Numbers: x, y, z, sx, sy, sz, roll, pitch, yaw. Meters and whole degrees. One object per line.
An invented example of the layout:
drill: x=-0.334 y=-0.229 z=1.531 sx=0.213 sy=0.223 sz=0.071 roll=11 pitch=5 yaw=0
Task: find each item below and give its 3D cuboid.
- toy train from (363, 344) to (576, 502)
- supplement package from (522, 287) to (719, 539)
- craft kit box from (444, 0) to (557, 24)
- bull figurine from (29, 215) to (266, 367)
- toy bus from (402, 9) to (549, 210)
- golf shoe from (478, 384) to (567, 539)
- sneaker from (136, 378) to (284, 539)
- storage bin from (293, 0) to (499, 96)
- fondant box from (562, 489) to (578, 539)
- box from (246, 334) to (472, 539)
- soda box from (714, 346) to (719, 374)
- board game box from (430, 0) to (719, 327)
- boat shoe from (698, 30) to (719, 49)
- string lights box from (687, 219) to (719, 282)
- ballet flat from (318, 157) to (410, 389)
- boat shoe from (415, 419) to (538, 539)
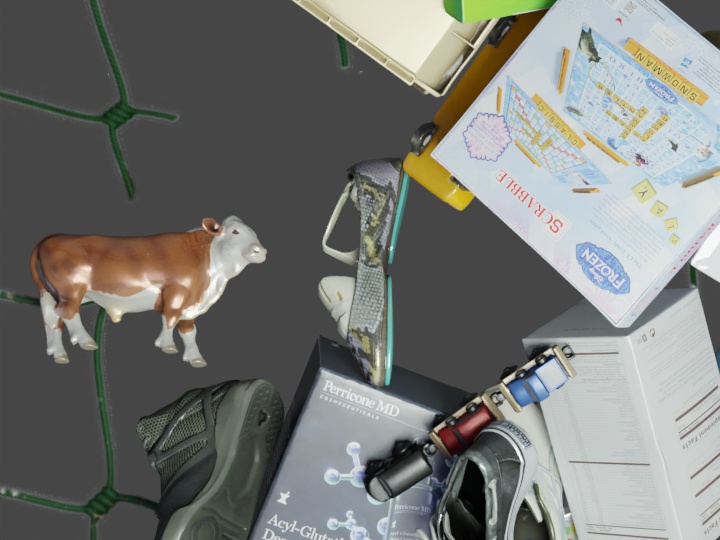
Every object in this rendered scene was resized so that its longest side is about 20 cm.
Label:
toy train: x=0.087 y=0.121 z=1.277 sx=0.200 sy=0.046 sz=0.034 roll=-35 pitch=100 yaw=3
supplement package: x=0.232 y=0.128 z=1.339 sx=0.109 sy=0.114 sz=0.200 roll=-28 pitch=107 yaw=-42
craft kit box: x=0.154 y=-0.300 z=1.204 sx=0.197 sy=0.049 sz=0.200 roll=-12 pitch=116 yaw=-12
bull figurine: x=-0.176 y=0.014 z=1.334 sx=0.200 sy=0.065 sz=0.122 roll=0 pitch=69 yaw=5
toy bus: x=0.123 y=-0.140 z=1.301 sx=0.065 sy=0.078 sz=0.200 roll=39 pitch=97 yaw=36
golf shoe: x=0.138 y=0.180 z=1.340 sx=0.078 sy=0.097 sz=0.200 roll=-13 pitch=67 yaw=2
sneaker: x=-0.145 y=0.181 z=1.339 sx=0.076 sy=0.114 sz=0.200 roll=43 pitch=55 yaw=-41
storage bin: x=0.036 y=-0.273 z=1.276 sx=0.198 sy=0.094 sz=0.200 roll=35 pitch=98 yaw=-9
fondant box: x=0.164 y=0.313 z=1.423 sx=0.144 sy=0.058 sz=0.200 roll=-23 pitch=103 yaw=2
box: x=-0.003 y=0.181 z=1.363 sx=0.148 sy=0.107 sz=0.200 roll=21 pitch=100 yaw=-6
soda box: x=0.367 y=0.040 z=1.369 sx=0.068 sy=0.064 sz=0.200 roll=25 pitch=99 yaw=-7
board game box: x=0.187 y=-0.097 z=1.192 sx=0.200 sy=0.041 sz=0.200 roll=45 pitch=104 yaw=20
boat shoe: x=0.227 y=-0.130 z=1.325 sx=0.201 sy=0.066 sz=0.072 roll=-24 pitch=62 yaw=17
string lights box: x=0.289 y=-0.054 z=1.276 sx=0.059 sy=0.200 sz=0.103 roll=30 pitch=99 yaw=-8
ballet flat: x=0.000 y=0.000 z=1.316 sx=0.072 sy=0.072 sz=0.201 roll=7 pitch=69 yaw=-4
boat shoe: x=0.085 y=0.208 z=1.260 sx=0.074 sy=0.068 sz=0.200 roll=38 pitch=134 yaw=24
